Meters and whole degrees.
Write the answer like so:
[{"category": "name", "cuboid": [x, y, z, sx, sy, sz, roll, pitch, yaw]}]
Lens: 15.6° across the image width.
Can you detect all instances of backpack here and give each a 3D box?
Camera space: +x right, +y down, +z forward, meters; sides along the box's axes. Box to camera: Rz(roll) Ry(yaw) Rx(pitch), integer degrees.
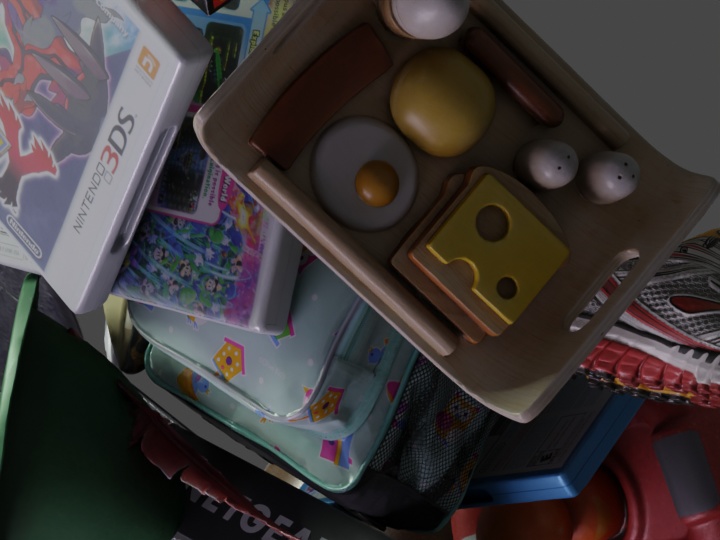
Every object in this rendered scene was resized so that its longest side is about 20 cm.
[{"category": "backpack", "cuboid": [0.000, 0.000, 1.267, 0.176, 0.200, 0.153, 29, 171, 42]}]

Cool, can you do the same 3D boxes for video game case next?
[{"category": "video game case", "cuboid": [-0.159, -0.105, 1.184, 0.200, 0.023, 0.182, 48, 140, 18]}, {"category": "video game case", "cuboid": [0.067, 0.071, 1.333, 0.200, 0.143, 0.018, -12, 120, 47]}, {"category": "video game case", "cuboid": [-0.089, -0.084, 1.226, 0.182, 0.200, 0.024, 14, -178, 37]}]

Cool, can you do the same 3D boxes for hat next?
[{"category": "hat", "cuboid": [-0.091, 0.102, 1.287, 0.176, 0.200, 0.166, 8, 133, -4]}]

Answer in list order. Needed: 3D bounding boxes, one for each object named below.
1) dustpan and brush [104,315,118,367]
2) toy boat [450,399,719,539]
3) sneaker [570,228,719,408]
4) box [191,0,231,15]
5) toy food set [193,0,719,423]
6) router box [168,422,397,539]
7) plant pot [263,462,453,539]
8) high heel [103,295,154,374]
[{"category": "dustpan and brush", "cuboid": [-0.124, -0.035, 1.534, 0.057, 0.200, 0.140, -5, 162, 1]}, {"category": "toy boat", "cuboid": [0.115, 0.130, 1.411, 0.200, 0.131, 0.131, -27, 80, 51]}, {"category": "sneaker", "cuboid": [0.169, 0.021, 1.176, 0.200, 0.082, 0.078, 11, 172, 30]}, {"category": "box", "cuboid": [-0.117, -0.213, 1.087, 0.200, 0.040, 0.137, 44, 160, 27]}, {"category": "toy food set", "cuboid": [0.044, -0.051, 1.129, 0.200, 0.144, 0.060, 43, 166, -13]}, {"category": "router box", "cuboid": [-0.013, 0.169, 1.321, 0.200, 0.052, 0.157, 23, 158, 45]}, {"category": "plant pot", "cuboid": [0.031, 0.135, 1.652, 0.200, 0.198, 0.200, 37, 165, 11]}, {"category": "high heel", "cuboid": [-0.057, -0.024, 1.367, 0.143, 0.200, 0.071, 20, 154, -24]}]
